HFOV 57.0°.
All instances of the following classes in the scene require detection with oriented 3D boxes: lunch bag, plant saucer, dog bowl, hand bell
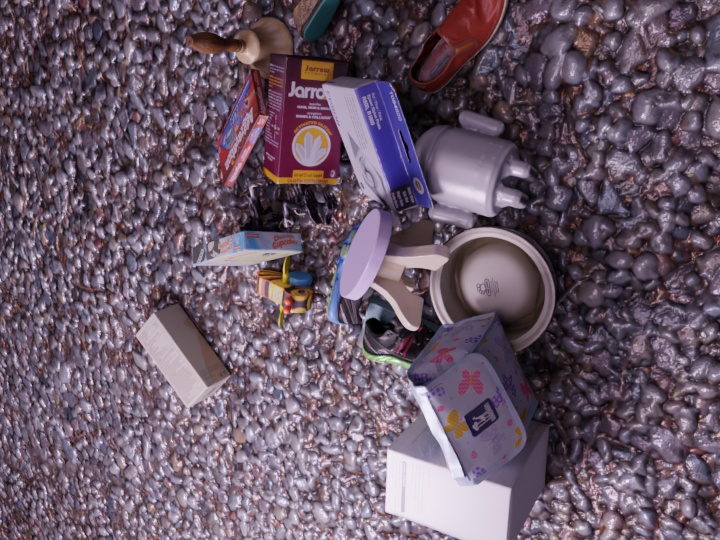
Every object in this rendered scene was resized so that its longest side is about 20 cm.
[{"bbox_3d":[0.159,0.181,0.941,0.127,0.200,0.170,-18,103,37],"label":"lunch bag"},{"bbox_3d":[0.090,0.112,1.154,0.200,0.019,0.070,24,114,25],"label":"plant saucer"},{"bbox_3d":[0.211,0.023,1.023,0.200,0.074,0.201,9,109,29],"label":"dog bowl"},{"bbox_3d":[-0.210,-0.372,1.094,0.104,0.200,0.105,8,107,28],"label":"hand bell"}]

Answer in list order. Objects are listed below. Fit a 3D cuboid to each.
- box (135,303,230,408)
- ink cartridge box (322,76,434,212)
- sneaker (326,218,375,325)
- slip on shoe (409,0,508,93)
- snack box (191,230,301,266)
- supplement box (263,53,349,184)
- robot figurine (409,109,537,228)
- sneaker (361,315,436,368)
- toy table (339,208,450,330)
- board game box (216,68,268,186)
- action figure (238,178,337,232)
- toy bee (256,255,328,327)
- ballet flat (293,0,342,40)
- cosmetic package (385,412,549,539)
[{"bbox_3d":[-0.381,0.181,1.421,0.095,0.078,0.200,-43,80,32],"label":"box"},{"bbox_3d":[0.022,-0.189,0.998,0.200,0.041,0.200,37,152,62],"label":"ink cartridge box"},{"bbox_3d":[0.000,0.000,1.152,0.082,0.071,0.200,15,100,-13],"label":"sneaker"},{"bbox_3d":[0.143,-0.345,0.972,0.074,0.061,0.200,49,121,13],"label":"slip on shoe"},{"bbox_3d":[-0.209,-0.037,1.202,0.200,0.116,0.037,-10,82,50],"label":"snack box"},{"bbox_3d":[-0.092,-0.249,1.096,0.086,0.110,0.201,-139,52,-58],"label":"supplement box"},{"bbox_3d":[0.157,-0.150,0.985,0.200,0.113,0.170,20,93,25],"label":"robot figurine"},{"bbox_3d":[0.085,0.114,1.102,0.199,0.077,0.084,1,107,30],"label":"sneaker"},{"bbox_3d":[0.049,-0.008,1.027,0.117,0.200,0.184,16,77,-13],"label":"toy table"},{"bbox_3d":[-0.213,-0.249,1.180,0.200,0.019,0.103,-48,50,48],"label":"board game box"},{"bbox_3d":[-0.138,-0.114,1.164,0.200,0.119,0.102,-3,99,38],"label":"action figure"},{"bbox_3d":[-0.124,0.038,1.211,0.199,0.109,0.131,-6,98,32],"label":"toy bee"},{"bbox_3d":[-0.046,-0.461,1.054,0.200,0.070,0.065,-43,65,29],"label":"ballet flat"},{"bbox_3d":[0.173,0.312,1.049,0.199,0.199,0.123,11,110,28],"label":"cosmetic package"}]
